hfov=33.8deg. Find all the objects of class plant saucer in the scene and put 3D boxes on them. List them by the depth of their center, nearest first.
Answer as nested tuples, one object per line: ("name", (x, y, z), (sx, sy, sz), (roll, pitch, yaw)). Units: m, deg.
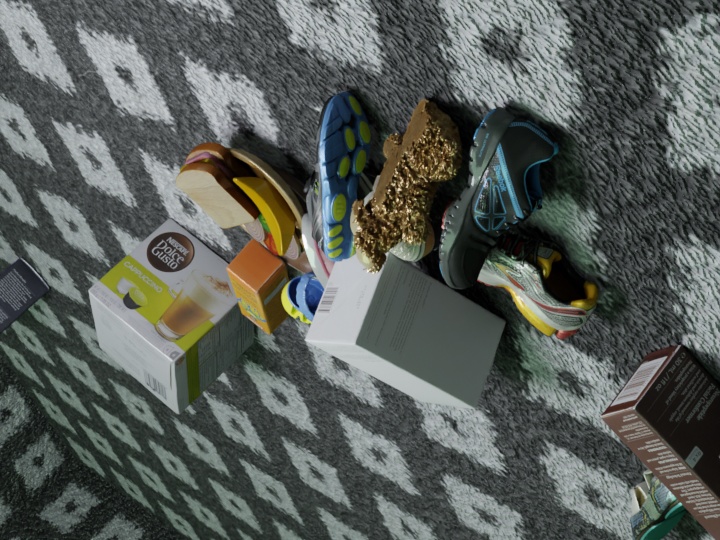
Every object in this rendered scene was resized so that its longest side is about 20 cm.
("plant saucer", (-0.099, -0.075, 1.642), (0.199, 0.032, 0.201), (35, 154, 20))

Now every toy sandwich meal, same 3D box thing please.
("toy sandwich meal", (-0.157, -0.085, 1.594), (0.204, 0.070, 0.206), (34, 153, 20))

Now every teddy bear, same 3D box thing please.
("teddy bear", (0.050, -0.086, 1.291), (0.066, 0.201, 0.145), (21, -163, -22))

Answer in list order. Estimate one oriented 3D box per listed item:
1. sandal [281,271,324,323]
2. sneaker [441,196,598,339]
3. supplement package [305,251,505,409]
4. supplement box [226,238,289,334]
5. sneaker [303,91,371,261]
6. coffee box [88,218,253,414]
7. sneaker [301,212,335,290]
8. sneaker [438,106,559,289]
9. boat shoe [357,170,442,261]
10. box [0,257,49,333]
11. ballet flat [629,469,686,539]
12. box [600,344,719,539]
("sandal", (-0.021, 0.061, 1.645), (0.198, 0.080, 0.087), (24, 160, 7))
("sneaker", (0.177, -0.016, 1.286), (0.199, 0.078, 0.082), (37, 147, -2))
("supplement package", (0.057, 0.075, 1.456), (0.199, 0.122, 0.119), (30, 163, -28))
("supplement box", (-0.149, 0.028, 1.803), (0.066, 0.069, 0.200), (37, 166, 15))
("sneaker", (-0.036, -0.110, 1.383), (0.083, 0.070, 0.202), (34, 130, 46))
("coffee box", (-0.312, 0.077, 1.997), (0.199, 0.198, 0.201), (37, 152, 17))
("sneaker", (0.000, 0.000, 1.548), (0.104, 0.076, 0.202), (-18, 115, 14))
("sneaker", (0.136, -0.060, 1.199), (0.081, 0.073, 0.202), (24, 123, 15))
("boat shoe", (0.034, -0.071, 1.407), (0.200, 0.062, 0.075), (39, 135, 49))
("box", (-0.854, 0.081, 2.812), (0.104, 0.200, 0.148), (48, 154, -10))
("ballet flat", (0.369, 0.281, 1.462), (0.074, 0.074, 0.201), (37, 152, 15))
("box", (0.365, 0.189, 1.269), (0.200, 0.100, 0.075), (46, 155, -5))
